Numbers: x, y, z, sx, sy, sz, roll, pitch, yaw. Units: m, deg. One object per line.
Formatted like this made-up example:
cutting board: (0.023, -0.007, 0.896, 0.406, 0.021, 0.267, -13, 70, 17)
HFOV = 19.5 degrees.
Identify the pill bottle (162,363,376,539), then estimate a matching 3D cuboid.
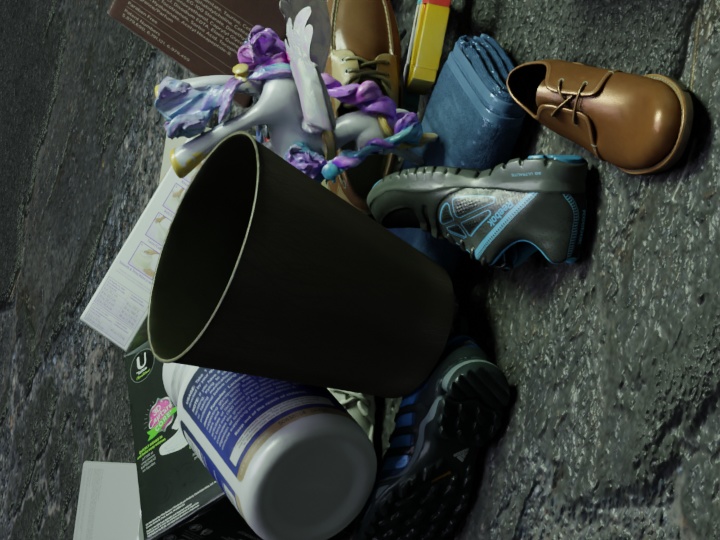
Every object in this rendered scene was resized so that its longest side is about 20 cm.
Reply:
pill bottle: (-0.079, 0.121, 1.668, 0.200, 0.115, 0.117, 45, 123, 50)

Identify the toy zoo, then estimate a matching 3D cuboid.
toy zoo: (0.062, -0.228, 1.742, 0.131, 0.020, 0.202, -113, 33, -83)

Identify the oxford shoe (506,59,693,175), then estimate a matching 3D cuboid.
oxford shoe: (0.164, -0.111, 1.475, 0.200, 0.071, 0.072, 24, 103, 63)

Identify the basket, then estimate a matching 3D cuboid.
basket: (-0.039, 0.016, 1.598, 0.136, 0.199, 0.182, 9, 78, 60)

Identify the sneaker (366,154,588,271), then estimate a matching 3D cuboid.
sneaker: (0.083, -0.039, 1.573, 0.199, 0.073, 0.083, -4, 89, 44)

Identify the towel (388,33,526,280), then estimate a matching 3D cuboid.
towel: (0.076, -0.080, 1.682, 0.201, 0.048, 0.112, -66, 28, 28)

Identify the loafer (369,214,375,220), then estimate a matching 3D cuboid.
loafer: (0.000, 0.000, 1.780, 0.067, 0.076, 0.201, -35, 36, 28)

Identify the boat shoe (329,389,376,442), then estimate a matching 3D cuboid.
boat shoe: (-0.018, 0.112, 1.807, 0.201, 0.070, 0.070, -97, 25, -44)

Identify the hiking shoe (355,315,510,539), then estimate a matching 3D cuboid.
hiking shoe: (0.054, 0.141, 1.646, 0.201, 0.074, 0.087, -60, 23, 21)

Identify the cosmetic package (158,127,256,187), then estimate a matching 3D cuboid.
cosmetic package: (-0.169, -0.047, 2.181, 0.103, 0.072, 0.202, -172, 90, -66)

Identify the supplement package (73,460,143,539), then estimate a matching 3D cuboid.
supplement package: (-0.199, 0.257, 2.087, 0.200, 0.119, 0.123, -8, 74, 65)

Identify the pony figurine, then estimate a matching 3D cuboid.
pony figurine: (-0.057, -0.133, 1.641, 0.167, 0.198, 0.194, -91, -20, -53)

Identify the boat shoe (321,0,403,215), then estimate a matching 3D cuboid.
boat shoe: (0.005, -0.145, 1.729, 0.074, 0.075, 0.202, -178, 85, -78)

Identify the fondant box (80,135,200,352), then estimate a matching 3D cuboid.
fondant box: (-0.168, -0.026, 1.949, 0.201, 0.058, 0.144, -59, -9, 8)

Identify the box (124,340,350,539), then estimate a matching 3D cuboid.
box: (-0.111, 0.153, 1.858, 0.124, 0.148, 0.201, -32, 49, 27)

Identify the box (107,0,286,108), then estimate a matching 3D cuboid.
box: (-0.103, -0.297, 1.938, 0.200, 0.164, 0.166, -55, 1, 44)

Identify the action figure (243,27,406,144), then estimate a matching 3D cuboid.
action figure: (-0.036, -0.150, 1.798, 0.201, 0.104, 0.195, 77, -153, -58)
